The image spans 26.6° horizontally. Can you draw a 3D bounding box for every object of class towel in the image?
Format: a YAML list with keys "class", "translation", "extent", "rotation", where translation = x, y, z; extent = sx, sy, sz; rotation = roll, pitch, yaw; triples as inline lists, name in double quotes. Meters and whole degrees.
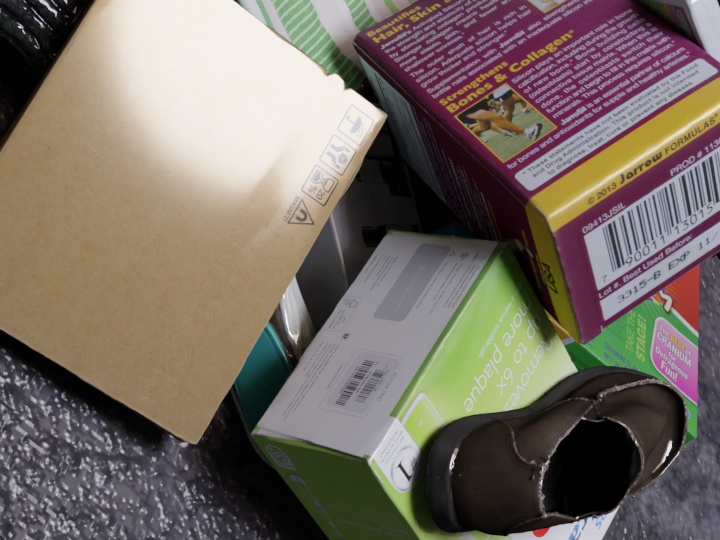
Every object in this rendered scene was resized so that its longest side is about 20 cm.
- class: "towel"
  translation: [-0.023, -0.181, 0.878]
  extent: [0.153, 0.023, 0.200]
  rotation: [62, 37, -22]

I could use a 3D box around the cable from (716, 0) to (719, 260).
- class: "cable"
  translation: [0.249, -0.096, 1.031]
  extent: [0.050, 0.163, 0.202]
  rotation: [-6, 74, -4]

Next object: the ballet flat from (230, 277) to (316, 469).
- class: "ballet flat"
  translation: [-0.059, 0.012, 0.832]
  extent: [0.069, 0.069, 0.201]
  rotation: [-25, 96, -48]

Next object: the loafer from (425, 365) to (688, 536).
- class: "loafer"
  translation: [0.117, 0.099, 0.774]
  extent: [0.199, 0.071, 0.074]
  rotation: [-14, 105, -47]

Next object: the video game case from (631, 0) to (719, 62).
- class: "video game case"
  translation: [0.166, -0.108, 0.874]
  extent: [0.018, 0.200, 0.144]
  rotation: [-33, 114, -8]

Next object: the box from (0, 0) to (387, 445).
- class: "box"
  translation: [-0.098, -0.039, 0.757]
  extent: [0.163, 0.021, 0.201]
  rotation: [34, 80, -22]

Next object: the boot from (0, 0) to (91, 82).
- class: "boot"
  translation: [-0.145, -0.183, 0.806]
  extent: [0.157, 0.079, 0.212]
  rotation: [32, 60, -27]

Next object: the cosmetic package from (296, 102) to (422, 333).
- class: "cosmetic package"
  translation: [0.000, 0.000, 0.898]
  extent: [0.082, 0.050, 0.202]
  rotation: [-2, 74, -45]

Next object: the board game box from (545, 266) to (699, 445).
- class: "board game box"
  translation: [0.147, -0.001, 0.952]
  extent: [0.153, 0.040, 0.201]
  rotation: [37, 39, -20]

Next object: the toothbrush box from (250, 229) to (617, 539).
- class: "toothbrush box"
  translation: [0.052, 0.100, 0.820]
  extent: [0.146, 0.086, 0.201]
  rotation: [-54, 132, -28]

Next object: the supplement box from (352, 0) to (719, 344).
- class: "supplement box"
  translation: [0.106, -0.078, 0.827]
  extent: [0.200, 0.130, 0.104]
  rotation: [51, -11, 44]

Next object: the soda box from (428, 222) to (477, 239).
- class: "soda box"
  translation: [0.109, 0.016, 0.995]
  extent: [0.199, 0.064, 0.068]
  rotation: [5, 69, -46]
